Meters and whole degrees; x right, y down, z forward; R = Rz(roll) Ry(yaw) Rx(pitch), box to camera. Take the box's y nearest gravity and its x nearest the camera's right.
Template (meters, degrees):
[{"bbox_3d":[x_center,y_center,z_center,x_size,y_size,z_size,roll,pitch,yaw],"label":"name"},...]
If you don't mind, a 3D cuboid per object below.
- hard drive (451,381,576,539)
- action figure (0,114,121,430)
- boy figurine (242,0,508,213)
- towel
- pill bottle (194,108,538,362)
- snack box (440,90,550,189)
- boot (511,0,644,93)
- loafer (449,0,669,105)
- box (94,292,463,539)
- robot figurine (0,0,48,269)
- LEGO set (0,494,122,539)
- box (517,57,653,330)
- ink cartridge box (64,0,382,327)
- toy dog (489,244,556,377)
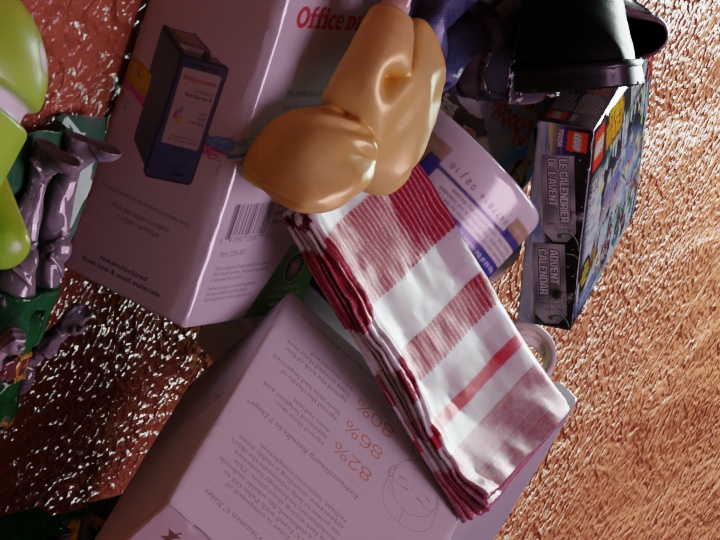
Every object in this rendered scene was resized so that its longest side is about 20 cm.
[{"bbox_3d":[0.066,0.172,1.998,0.132,0.027,0.201,-25,152,-45],"label":"hard drive"},{"bbox_3d":[-0.180,0.024,1.500,0.118,0.054,0.201,-21,135,-61],"label":"action figure"},{"bbox_3d":[0.011,-0.092,1.555,0.200,0.064,0.125,-50,152,-33],"label":"boy figurine"},{"bbox_3d":[0.042,0.026,1.615,0.201,0.023,0.144,59,32,-8],"label":"towel"},{"bbox_3d":[0.000,0.000,1.729,0.200,0.120,0.120,-47,154,-3],"label":"pill bottle"},{"bbox_3d":[0.093,-0.139,1.819,0.116,0.037,0.200,-56,153,-23],"label":"snack box"},{"bbox_3d":[0.118,-0.186,1.617,0.198,0.073,0.164,-71,158,-80],"label":"boot"},{"bbox_3d":[0.124,-0.142,1.758,0.200,0.063,0.072,-25,131,-55],"label":"loafer"},{"bbox_3d":[-0.044,0.140,1.562,0.106,0.152,0.200,-42,-169,37],"label":"box"},{"bbox_3d":[-0.214,-0.056,1.273,0.201,0.115,0.175,-63,149,-7],"label":"robot figurine"},{"bbox_3d":[-0.145,0.209,1.626,0.200,0.153,0.117,-18,129,-54],"label":"LEGO set"},{"bbox_3d":[0.147,-0.065,1.846,0.200,0.040,0.138,-55,152,-61],"label":"box"},{"bbox_3d":[-0.066,-0.081,1.588,0.145,0.087,0.201,-8,121,-63],"label":"ink cartridge box"},{"bbox_3d":[0.016,0.044,1.852,0.199,0.096,0.133,-21,96,-19],"label":"toy dog"}]
